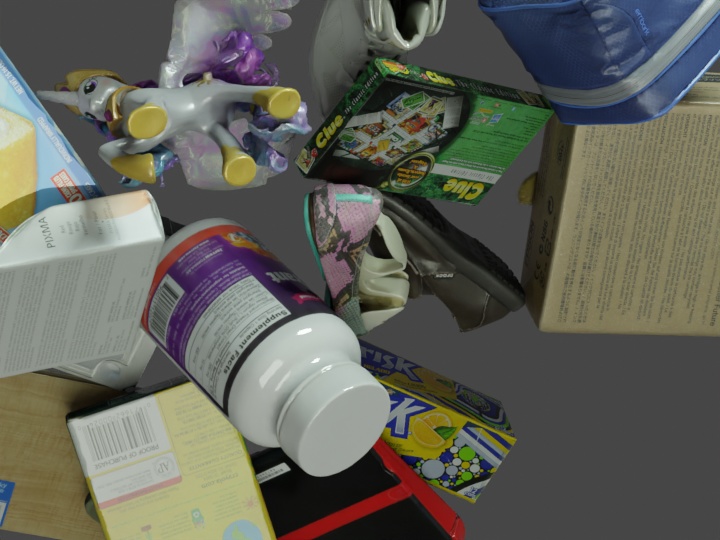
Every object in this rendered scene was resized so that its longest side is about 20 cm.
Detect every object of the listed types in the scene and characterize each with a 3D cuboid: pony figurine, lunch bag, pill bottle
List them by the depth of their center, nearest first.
[{"bbox_3d":[-0.115,-0.119,1.542,0.192,0.200,0.167,-10,110,-23],"label":"pony figurine"},{"bbox_3d":[0.201,-0.200,1.554,0.200,0.136,0.132,-47,119,-20],"label":"lunch bag"},{"bbox_3d":[-0.070,0.058,1.589,0.111,0.200,0.112,-27,140,-26],"label":"pill bottle"}]

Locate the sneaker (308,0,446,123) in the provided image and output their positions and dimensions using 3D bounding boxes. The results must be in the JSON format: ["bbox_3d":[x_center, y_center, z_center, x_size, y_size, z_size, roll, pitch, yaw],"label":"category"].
[{"bbox_3d":[0.011,-0.167,1.566,0.073,0.116,0.201,0,117,-13],"label":"sneaker"}]

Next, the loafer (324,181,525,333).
[{"bbox_3d":[0.041,-0.012,1.671,0.200,0.073,0.071,38,105,-24],"label":"loafer"}]

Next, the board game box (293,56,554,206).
[{"bbox_3d":[0.050,-0.099,1.594,0.200,0.023,0.105,7,128,-49],"label":"board game box"}]

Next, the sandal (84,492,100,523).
[{"bbox_3d":[-0.134,0.231,1.736,0.201,0.057,0.080,41,124,-21],"label":"sandal"}]

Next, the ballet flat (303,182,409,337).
[{"bbox_3d":[0.000,0.000,1.616,0.071,0.069,0.200,0,149,4],"label":"ballet flat"}]

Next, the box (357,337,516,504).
[{"bbox_3d":[0.020,0.109,1.734,0.200,0.064,0.070,24,110,-21],"label":"box"}]

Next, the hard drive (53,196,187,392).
[{"bbox_3d":[-0.237,0.001,1.646,0.199,0.038,0.140,21,111,-21],"label":"hard drive"}]

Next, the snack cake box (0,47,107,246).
[{"bbox_3d":[-0.284,-0.100,1.539,0.115,0.067,0.200,-36,107,-6],"label":"snack cake box"}]

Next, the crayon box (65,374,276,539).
[{"bbox_3d":[-0.138,0.187,1.676,0.127,0.051,0.201,-17,95,-8],"label":"crayon box"}]

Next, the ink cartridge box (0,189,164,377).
[{"bbox_3d":[-0.249,0.019,1.541,0.199,0.050,0.162,-8,150,-21],"label":"ink cartridge box"}]

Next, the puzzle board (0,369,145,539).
[{"bbox_3d":[-0.252,0.144,1.722,0.199,0.017,0.151,12,117,-16],"label":"puzzle board"}]

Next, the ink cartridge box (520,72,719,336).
[{"bbox_3d":[0.221,-0.053,1.685,0.164,0.075,0.201,2,115,-13],"label":"ink cartridge box"}]

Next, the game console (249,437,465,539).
[{"bbox_3d":[-0.034,0.204,1.753,0.200,0.031,0.177,-27,119,27],"label":"game console"}]
